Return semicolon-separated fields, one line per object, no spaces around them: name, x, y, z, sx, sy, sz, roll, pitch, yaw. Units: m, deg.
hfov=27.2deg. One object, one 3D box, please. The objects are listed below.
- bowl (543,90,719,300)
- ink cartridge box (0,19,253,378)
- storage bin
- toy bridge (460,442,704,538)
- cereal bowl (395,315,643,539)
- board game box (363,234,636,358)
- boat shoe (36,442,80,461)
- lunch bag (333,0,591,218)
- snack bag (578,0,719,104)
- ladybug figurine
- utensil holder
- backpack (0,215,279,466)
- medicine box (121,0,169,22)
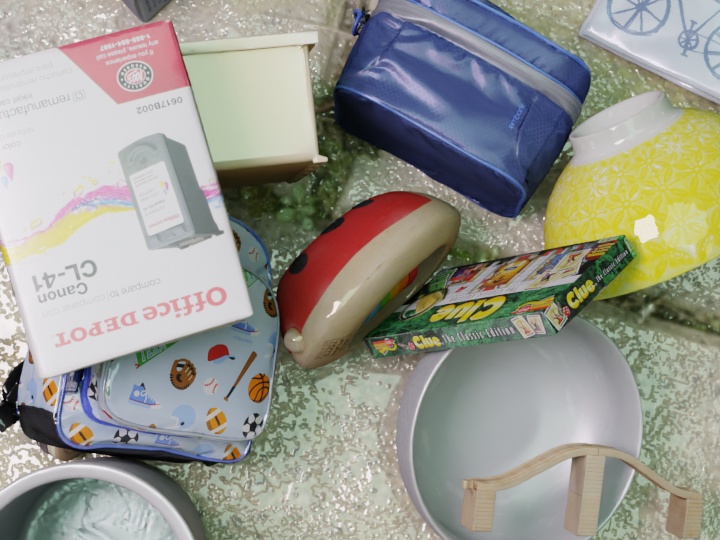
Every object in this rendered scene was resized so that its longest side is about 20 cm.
bowl;0.217;-0.071;1.134;0.199;0.200;0.108;-28;102;-6
ink cartridge box;-0.165;-0.045;0.969;0.147;0.086;0.201;-17;89;-11
storage bin;-0.138;-0.108;1.118;0.199;0.199;0.094;-7;90;-10
toy bridge;0.168;0.165;1.124;0.199;0.027;0.068;6;94;-19
cereal bowl;0.116;0.122;1.158;0.199;0.083;0.201;-2;98;-17
board game box;0.098;0.021;1.091;0.105;0.200;0.024;-42;108;-34
boat shoe;-0.226;0.047;1.175;0.064;0.072;0.201;11;89;19
lunch bag;0.076;-0.150;1.181;0.199;0.136;0.133;30;81;3
snack bag;0.305;-0.244;1.226;0.188;0.021;0.201;28;96;14
ladybug figurine;0.000;0.000;1.145;0.072;0.136;0.200;42;44;10
utensil holder;-0.193;0.220;1.078;0.169;0.200;0.171;0;85;-4
backpack;-0.150;0.042;1.097;0.199;0.154;0.192;13;75;-39
medicine box;-0.170;-0.343;1.211;0.200;0.103;0.182;-44;87;-7
